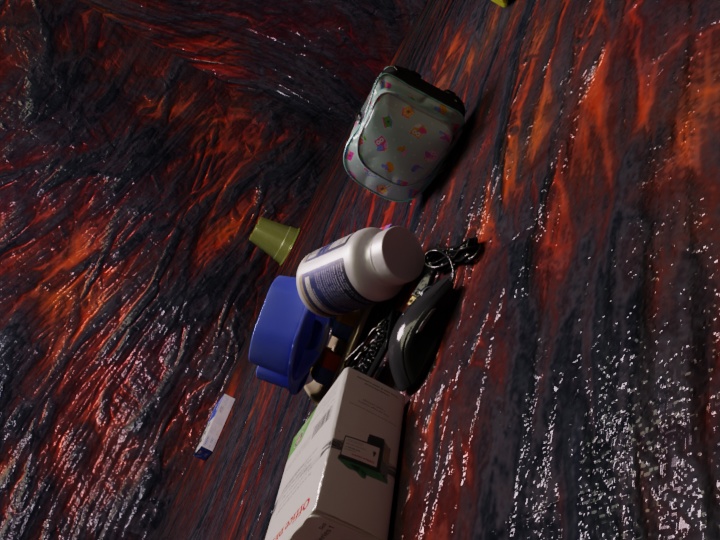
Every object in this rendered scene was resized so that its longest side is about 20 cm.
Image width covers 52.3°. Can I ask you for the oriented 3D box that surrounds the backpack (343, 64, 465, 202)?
[{"bbox_3d":[0.067,-0.217,1.239,0.200,0.175,0.153,-60,5,33],"label":"backpack"}]

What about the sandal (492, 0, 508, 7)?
[{"bbox_3d":[0.276,-0.583,1.456,0.087,0.079,0.200,-53,15,28],"label":"sandal"}]

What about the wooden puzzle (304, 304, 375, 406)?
[{"bbox_3d":[-0.044,0.124,1.249,0.201,0.046,0.185,-63,10,-4],"label":"wooden puzzle"}]

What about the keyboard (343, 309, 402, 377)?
[{"bbox_3d":[-0.004,0.133,0.971,0.200,0.040,0.104,-63,1,32],"label":"keyboard"}]

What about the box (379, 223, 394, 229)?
[{"bbox_3d":[0.003,-0.012,1.327,0.137,0.039,0.200,-51,8,-9],"label":"box"}]

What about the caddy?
[{"bbox_3d":[-0.104,0.103,1.209,0.142,0.105,0.201,85,-161,-59],"label":"caddy"}]

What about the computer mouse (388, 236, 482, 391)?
[{"bbox_3d":[0.069,0.046,0.892,0.201,0.046,0.140,-64,11,-10],"label":"computer mouse"}]

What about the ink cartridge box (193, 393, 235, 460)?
[{"bbox_3d":[-0.477,0.511,2.395,0.094,0.044,0.200,-49,16,47],"label":"ink cartridge box"}]

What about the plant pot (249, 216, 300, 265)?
[{"bbox_3d":[-0.407,-0.152,3.393,0.200,0.190,0.200,-58,12,19],"label":"plant pot"}]

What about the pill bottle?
[{"bbox_3d":[0.000,0.000,1.106,0.200,0.111,0.111,-21,39,49],"label":"pill bottle"}]

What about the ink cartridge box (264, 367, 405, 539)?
[{"bbox_3d":[-0.029,0.229,0.784,0.146,0.084,0.200,-56,12,34],"label":"ink cartridge box"}]
